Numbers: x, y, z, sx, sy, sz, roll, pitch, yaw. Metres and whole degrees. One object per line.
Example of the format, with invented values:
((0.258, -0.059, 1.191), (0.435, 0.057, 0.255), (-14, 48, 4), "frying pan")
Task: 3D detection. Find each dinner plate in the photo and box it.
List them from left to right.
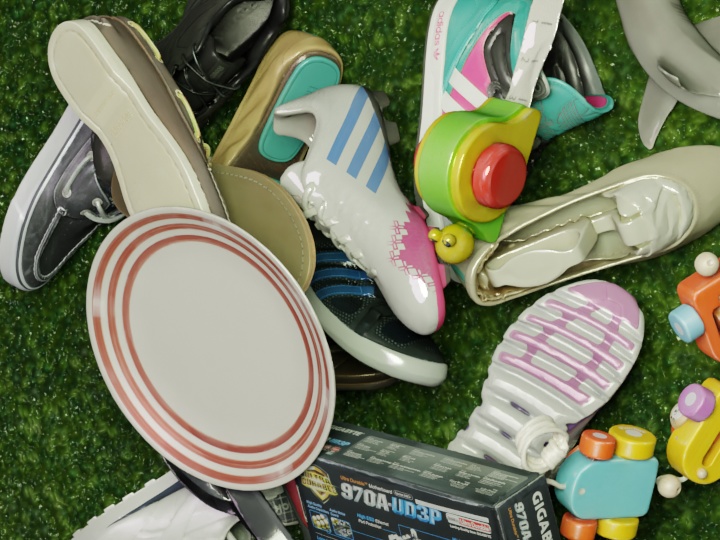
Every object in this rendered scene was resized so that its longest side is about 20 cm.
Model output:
((-0.095, 0.049, 1.432), (0.200, 0.024, 0.200), (17, 120, 31), "dinner plate")

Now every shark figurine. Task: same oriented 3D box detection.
((0.235, -0.124, 1.394), (0.214, 0.089, 0.128), (21, 101, 29), "shark figurine")

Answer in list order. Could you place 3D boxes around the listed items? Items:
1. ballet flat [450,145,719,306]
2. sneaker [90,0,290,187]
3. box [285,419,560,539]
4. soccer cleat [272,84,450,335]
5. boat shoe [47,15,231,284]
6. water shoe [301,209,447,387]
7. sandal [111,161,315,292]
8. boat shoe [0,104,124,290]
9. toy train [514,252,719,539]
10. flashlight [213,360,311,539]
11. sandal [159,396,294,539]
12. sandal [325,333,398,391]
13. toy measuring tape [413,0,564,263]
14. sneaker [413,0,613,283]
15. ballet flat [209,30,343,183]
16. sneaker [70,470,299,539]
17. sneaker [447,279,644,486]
((0.155, -0.024, 1.419), (0.200, 0.069, 0.069), (-19, 80, 10), "ballet flat")
((-0.121, -0.138, 1.559), (0.076, 0.091, 0.200), (33, 98, -22), "sneaker")
((0.048, 0.189, 1.405), (0.200, 0.046, 0.159), (10, 122, 48), "box")
((-0.004, -0.036, 1.456), (0.070, 0.086, 0.200), (100, 155, -53), "soccer cleat")
((-0.133, -0.083, 1.463), (0.072, 0.060, 0.200), (-42, 76, 42), "boat shoe")
((0.000, 0.000, 1.505), (0.200, 0.071, 0.079), (44, 109, 38), "water shoe")
((-0.079, -0.034, 1.503), (0.212, 0.070, 0.078), (26, 100, 42), "sandal")
((-0.199, -0.065, 1.639), (0.068, 0.072, 0.200), (34, 98, 26), "boat shoe")
((0.181, 0.078, 1.388), (0.200, 0.150, 0.056), (-36, 31, -10), "toy train")
((-0.037, 0.132, 1.504), (0.068, 0.068, 0.200), (-16, 107, 28), "flashlight")
((-0.102, 0.140, 1.507), (0.043, 0.076, 0.200), (-36, 66, -5), "sandal")
((-0.057, 0.060, 1.567), (0.200, 0.055, 0.082), (3, 52, 15), "sandal")
((0.079, -0.102, 1.389), (0.074, 0.074, 0.200), (18, 93, 27), "toy measuring tape")
((0.107, -0.091, 1.467), (0.121, 0.084, 0.200), (0, 88, 38), "sneaker")
((-0.076, -0.082, 1.584), (0.200, 0.069, 0.063), (-58, 38, 13), "ballet flat")
((-0.135, 0.193, 1.598), (0.200, 0.076, 0.081), (-35, 79, 24), "sneaker")
((0.117, 0.094, 1.456), (0.080, 0.088, 0.200), (36, 97, 16), "sneaker")
